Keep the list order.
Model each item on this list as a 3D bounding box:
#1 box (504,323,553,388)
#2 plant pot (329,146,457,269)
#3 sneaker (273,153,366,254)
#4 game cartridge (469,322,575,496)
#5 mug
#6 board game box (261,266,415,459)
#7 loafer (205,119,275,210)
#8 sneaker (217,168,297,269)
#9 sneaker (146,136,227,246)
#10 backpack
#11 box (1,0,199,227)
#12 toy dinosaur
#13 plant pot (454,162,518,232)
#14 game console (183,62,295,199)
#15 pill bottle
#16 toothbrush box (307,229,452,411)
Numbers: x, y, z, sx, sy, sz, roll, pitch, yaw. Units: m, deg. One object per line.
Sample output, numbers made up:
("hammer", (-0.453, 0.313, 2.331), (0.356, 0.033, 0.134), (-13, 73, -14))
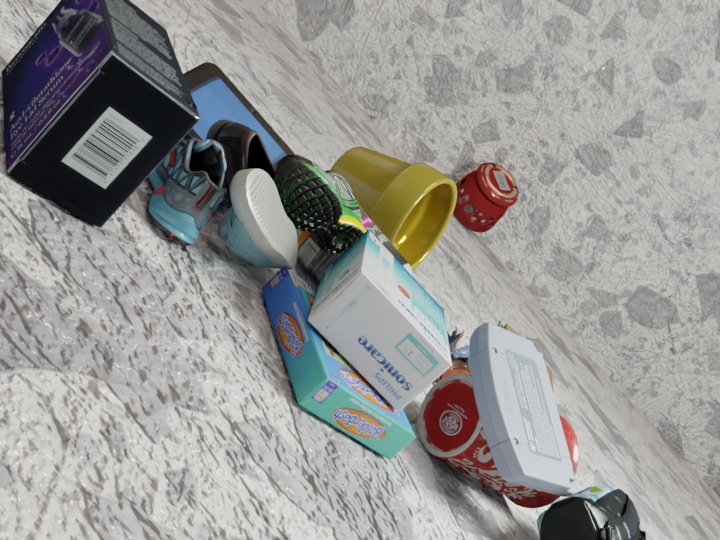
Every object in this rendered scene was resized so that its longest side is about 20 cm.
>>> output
("box", (0.394, 0.208, 2.092), (0.164, 0.021, 0.200), (48, 14, 1))
("plant pot", (0.040, -0.119, 1.576), (0.188, 0.202, 0.200), (36, 8, 24))
("sneaker", (-0.055, -0.091, 1.094), (0.200, 0.077, 0.086), (47, 27, -62))
("game cartridge", (0.191, 0.166, 1.071), (0.133, 0.040, 0.202), (28, 42, -41))
("mug", (0.160, 0.223, 1.162), (0.199, 0.176, 0.135), (31, 58, -39))
("board game box", (-0.028, 0.102, 0.999), (0.152, 0.045, 0.201), (39, 15, -36))
("loafer", (-0.123, -0.091, 1.072), (0.062, 0.072, 0.201), (11, -41, 34))
("sneaker", (-0.128, -0.048, 0.993), (0.200, 0.081, 0.075), (71, 19, -64))
("sneaker", (-0.185, -0.109, 0.994), (0.079, 0.095, 0.201), (38, 16, -35))
("backpack", (0.295, 0.346, 1.113), (0.199, 0.153, 0.165), (-11, 79, -52))
("box", (-0.252, -0.167, 0.838), (0.104, 0.148, 0.201), (35, 17, -40))
("toy dinosaur", (0.163, 0.162, 1.459), (0.182, 0.104, 0.201), (53, 45, -35))
("plant pot", (0.430, -0.261, 3.067), (0.199, 0.183, 0.202), (18, 51, -24))
("game console", (-0.188, -0.196, 1.165), (0.200, 0.118, 0.171), (48, -5, 4))
("pill bottle", (0.000, 0.000, 1.226), (0.200, 0.116, 0.116), (49, 13, 8))
("toothbrush box", (0.025, 0.051, 1.032), (0.146, 0.085, 0.200), (46, 13, -8))
